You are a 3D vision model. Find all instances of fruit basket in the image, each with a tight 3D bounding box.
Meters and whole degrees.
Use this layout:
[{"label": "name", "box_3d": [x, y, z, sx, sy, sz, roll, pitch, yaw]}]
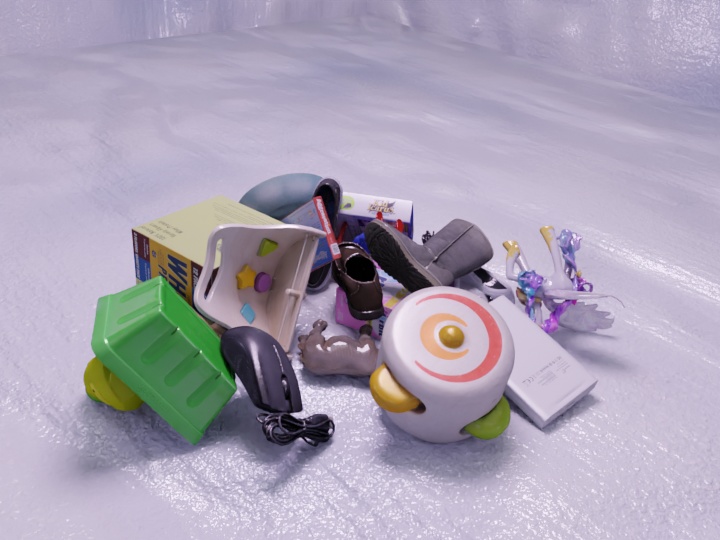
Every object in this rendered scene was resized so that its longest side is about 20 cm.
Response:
[{"label": "fruit basket", "box_3d": [-0.288, 0.133, 0.977, 0.210, 0.220, 0.156, -3, 28, -13]}]

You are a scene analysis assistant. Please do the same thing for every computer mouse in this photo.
[{"label": "computer mouse", "box_3d": [0.188, 0.012, 1.328, 0.198, 0.111, 0.044, 35, 66, 31]}, {"label": "computer mouse", "box_3d": [-0.113, 0.139, 0.983, 0.201, 0.053, 0.138, 50, 17, 29]}]

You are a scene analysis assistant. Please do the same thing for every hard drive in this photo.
[{"label": "hard drive", "box_3d": [0.242, 0.131, 1.118, 0.130, 0.027, 0.200, -24, 54, -33]}]

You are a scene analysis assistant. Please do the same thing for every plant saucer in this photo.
[{"label": "plant saucer", "box_3d": [-0.141, -0.112, 1.431, 0.196, 0.202, 0.039, -8, 62, -21]}]

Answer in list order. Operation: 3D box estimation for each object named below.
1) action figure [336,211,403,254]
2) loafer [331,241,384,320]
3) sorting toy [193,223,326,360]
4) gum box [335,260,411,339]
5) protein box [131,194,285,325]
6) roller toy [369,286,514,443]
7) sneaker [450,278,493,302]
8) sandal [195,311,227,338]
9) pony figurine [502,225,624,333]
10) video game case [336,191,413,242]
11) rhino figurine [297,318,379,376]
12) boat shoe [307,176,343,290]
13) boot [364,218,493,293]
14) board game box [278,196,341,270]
[{"label": "action figure", "box_3d": [0.001, -0.061, 1.330, 0.064, 0.200, 0.101, 19, 54, -25]}, {"label": "loafer", "box_3d": [0.000, 0.000, 1.193, 0.071, 0.073, 0.201, -6, 31, -14]}, {"label": "sorting toy", "box_3d": [-0.165, 0.013, 1.112, 0.105, 0.205, 0.178, 14, -3, 41]}, {"label": "gum box", "box_3d": [0.055, 0.035, 1.282, 0.111, 0.068, 0.199, 18, 32, 26]}, {"label": "protein box", "box_3d": [-0.243, -0.010, 1.252, 0.196, 0.138, 0.199, 24, 34, 31]}, {"label": "roller toy", "box_3d": [0.110, 0.122, 1.006, 0.195, 0.141, 0.186, 6, 50, -2]}, {"label": "sneaker", "box_3d": [0.162, 0.079, 1.208, 0.137, 0.079, 0.200, 20, 38, 19]}, {"label": "sandal", "box_3d": [-0.282, 0.093, 1.124, 0.208, 0.079, 0.069, 24, 28, 23]}, {"label": "pony figurine", "box_3d": [0.325, 0.032, 1.226, 0.188, 0.167, 0.205, -5, 65, 11]}, {"label": "video game case", "box_3d": [0.012, -0.094, 1.409, 0.177, 0.047, 0.200, 9, -12, 6]}, {"label": "rhino figurine", "box_3d": [0.000, 0.126, 1.121, 0.195, 0.061, 0.088, 5, 30, -2]}, {"label": "boat shoe", "box_3d": [-0.071, -0.061, 1.292, 0.068, 0.205, 0.066, 16, 12, 4]}, {"label": "boot", "box_3d": [0.118, -0.046, 1.230, 0.182, 0.073, 0.199, 48, 49, 3]}, {"label": "board game box", "box_3d": [-0.103, -0.046, 1.265, 0.019, 0.105, 0.199, -16, -3, -33]}]
